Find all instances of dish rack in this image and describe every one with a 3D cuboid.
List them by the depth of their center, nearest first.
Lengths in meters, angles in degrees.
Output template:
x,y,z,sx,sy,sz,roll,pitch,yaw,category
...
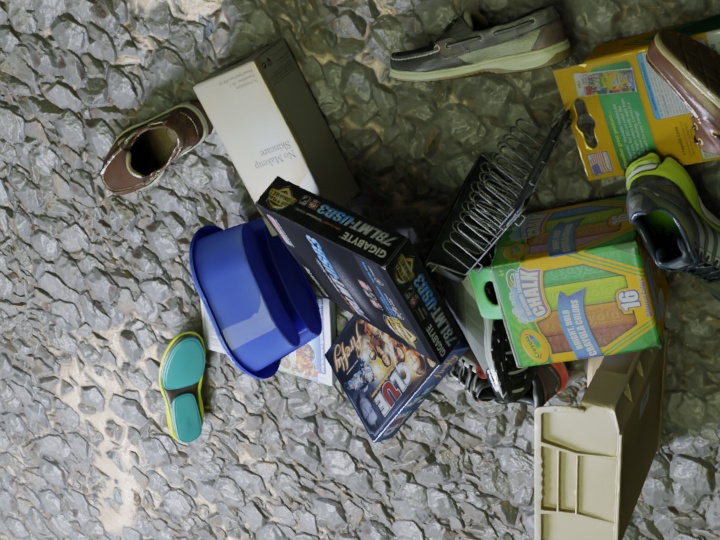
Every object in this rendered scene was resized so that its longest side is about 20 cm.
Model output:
x,y,z,sx,sy,sz,roll,pitch,yaw,category
0.142,-0.082,1.298,0.054,0.154,0.200,29,152,-4,dish rack

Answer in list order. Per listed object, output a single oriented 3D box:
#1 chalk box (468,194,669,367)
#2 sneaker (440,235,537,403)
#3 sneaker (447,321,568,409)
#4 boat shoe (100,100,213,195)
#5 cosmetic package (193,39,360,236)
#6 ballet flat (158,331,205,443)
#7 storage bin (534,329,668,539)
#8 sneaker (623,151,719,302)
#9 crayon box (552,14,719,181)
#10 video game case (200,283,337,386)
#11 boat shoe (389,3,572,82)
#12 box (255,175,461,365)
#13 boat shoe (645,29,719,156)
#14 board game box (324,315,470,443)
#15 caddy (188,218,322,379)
x,y,z,sx,sy,sz,roll,pitch,yaw,category
0.210,0.014,1.338,0.198,0.124,0.126,-11,114,22,chalk box
0.142,0.053,1.448,0.079,0.073,0.202,-27,79,52,sneaker
0.139,0.112,1.495,0.198,0.082,0.078,12,125,27,sneaker
-0.271,-0.146,1.584,0.202,0.075,0.075,-32,100,41,boat shoe
-0.096,-0.151,1.477,0.103,0.073,0.201,-16,109,37,cosmetic package
-0.252,0.151,1.776,0.067,0.066,0.202,-125,30,-46,ballet flat
0.261,0.168,1.380,0.093,0.200,0.200,10,124,24,storage bin
0.324,-0.020,1.256,0.200,0.081,0.074,42,137,-15,sneaker
0.301,-0.168,1.239,0.198,0.052,0.127,-8,114,34,crayon box
-0.122,0.065,1.668,0.198,0.018,0.145,15,125,23,video game case
0.118,-0.233,1.301,0.199,0.072,0.067,-1,108,31,boat shoe
0.000,0.000,1.406,0.197,0.050,0.200,26,160,36,box
0.330,-0.134,1.162,0.200,0.072,0.068,42,129,-3,boat shoe
0.040,0.097,1.541,0.136,0.034,0.201,58,136,24,board game box
-0.135,0.031,1.554,0.104,0.141,0.202,-24,89,25,caddy
